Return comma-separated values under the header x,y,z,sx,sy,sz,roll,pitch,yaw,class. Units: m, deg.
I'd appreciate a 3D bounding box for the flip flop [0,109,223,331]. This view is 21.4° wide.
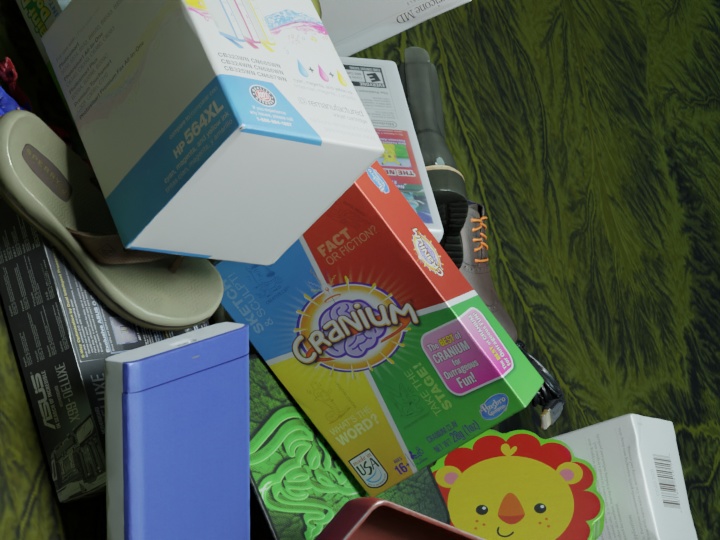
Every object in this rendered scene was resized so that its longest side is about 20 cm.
x,y,z,sx,sy,sz,roll,pitch,yaw,class
-0.154,-0.034,1.214,0.200,0.057,0.081,46,35,-31,flip flop

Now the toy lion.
x,y,z,sx,sy,sz,roll,pitch,yaw,class
0.090,0.207,1.452,0.069,0.199,0.192,86,-2,-48,toy lion

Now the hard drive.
x,y,z,sx,sy,sz,roll,pitch,yaw,class
-0.114,0.143,1.214,0.132,0.025,0.201,-17,110,-58,hard drive

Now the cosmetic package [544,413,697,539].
x,y,z,sx,sy,sz,roll,pitch,yaw,class
0.162,0.198,1.554,0.081,0.199,0.113,16,60,-55,cosmetic package

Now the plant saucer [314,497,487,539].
x,y,z,sx,sy,sz,roll,pitch,yaw,class
-0.002,0.239,1.292,0.199,0.200,0.037,28,16,-49,plant saucer

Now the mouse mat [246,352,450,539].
x,y,z,sx,sy,sz,roll,pitch,yaw,class
-0.018,0.127,1.349,0.200,0.008,0.161,-8,71,-53,mouse mat

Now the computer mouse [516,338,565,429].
x,y,z,sx,sy,sz,roll,pitch,yaw,class
0.111,0.093,1.680,0.141,0.046,0.200,51,19,7,computer mouse

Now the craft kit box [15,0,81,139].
x,y,z,sx,sy,sz,roll,pitch,yaw,class
-0.155,-0.198,1.361,0.197,0.048,0.201,-16,75,-44,craft kit box

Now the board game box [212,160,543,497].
x,y,z,sx,sy,sz,roll,pitch,yaw,class
0.006,0.040,1.307,0.200,0.153,0.040,52,33,-4,board game box

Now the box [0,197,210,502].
x,y,z,sx,sy,sz,roll,pitch,yaw,class
-0.160,0.044,1.263,0.158,0.050,0.201,-5,75,-60,box

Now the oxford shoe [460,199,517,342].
x,y,z,sx,sy,sz,roll,pitch,yaw,class
0.084,-0.018,1.648,0.200,0.072,0.071,56,19,7,oxford shoe

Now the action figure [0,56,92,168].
x,y,z,sx,sy,sz,roll,pitch,yaw,class
-0.234,-0.103,1.235,0.200,0.052,0.066,41,21,-43,action figure

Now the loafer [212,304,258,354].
x,y,z,sx,sy,sz,roll,pitch,yaw,class
-0.041,0.078,1.423,0.201,0.068,0.076,62,30,-12,loafer

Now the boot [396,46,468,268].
x,y,z,sx,sy,sz,roll,pitch,yaw,class
0.044,-0.075,1.566,0.077,0.200,0.139,0,63,-15,boot

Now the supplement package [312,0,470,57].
x,y,z,sx,sy,sz,roll,pitch,yaw,class
-0.008,-0.300,1.603,0.201,0.191,0.147,60,31,-13,supplement package

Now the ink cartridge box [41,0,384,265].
x,y,z,sx,sy,sz,roll,pitch,yaw,class
-0.101,-0.123,1.213,0.128,0.125,0.201,6,51,-46,ink cartridge box

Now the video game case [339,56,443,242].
x,y,z,sx,sy,sz,roll,pitch,yaw,class
-0.050,-0.095,1.422,0.199,0.023,0.183,3,49,-20,video game case
